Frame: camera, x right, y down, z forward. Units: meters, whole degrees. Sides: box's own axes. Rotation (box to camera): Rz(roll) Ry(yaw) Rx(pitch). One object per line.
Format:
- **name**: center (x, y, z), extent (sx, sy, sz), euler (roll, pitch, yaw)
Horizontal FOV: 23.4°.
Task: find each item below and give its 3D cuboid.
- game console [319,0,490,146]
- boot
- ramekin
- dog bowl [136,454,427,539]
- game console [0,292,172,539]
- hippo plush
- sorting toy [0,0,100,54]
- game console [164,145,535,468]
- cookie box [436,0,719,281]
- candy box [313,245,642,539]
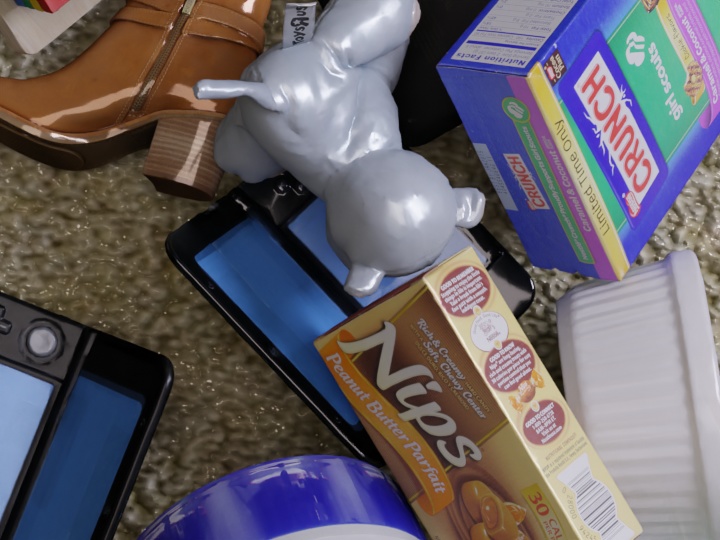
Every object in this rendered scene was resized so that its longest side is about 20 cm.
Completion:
- **game console**: center (0.066, -0.212, 1.186), extent (0.175, 0.116, 0.201), euler (-28, 91, 18)
- **boot**: center (-0.164, -0.144, 1.163), extent (0.199, 0.077, 0.156), euler (14, 77, 9)
- **ramekin**: center (0.182, 0.091, 1.114), extent (0.094, 0.202, 0.203), euler (-8, 87, 8)
- **dog bowl**: center (-0.049, 0.208, 1.081), extent (0.199, 0.200, 0.079), euler (-21, 51, -5)
- **game console**: center (-0.231, 0.121, 1.109), extent (0.175, 0.116, 0.201), euler (22, 84, -3)
- **hippo plush**: center (0.010, -0.080, 1.061), extent (0.159, 0.200, 0.161), euler (-42, 87, -8)
- **sorting toy**: center (-0.180, -0.271, 1.097), extent (0.199, 0.069, 0.200), euler (-44, 126, -21)
- **game console**: center (0.000, 0.000, 1.141), extent (0.176, 0.116, 0.200), euler (-43, 90, -5)
- **cookie box**: center (0.157, -0.124, 1.097), extent (0.200, 0.075, 0.171), euler (-52, 131, -27)
- **candy box**: center (0.069, 0.099, 1.049), extent (0.055, 0.115, 0.200), euler (-30, 89, -44)
